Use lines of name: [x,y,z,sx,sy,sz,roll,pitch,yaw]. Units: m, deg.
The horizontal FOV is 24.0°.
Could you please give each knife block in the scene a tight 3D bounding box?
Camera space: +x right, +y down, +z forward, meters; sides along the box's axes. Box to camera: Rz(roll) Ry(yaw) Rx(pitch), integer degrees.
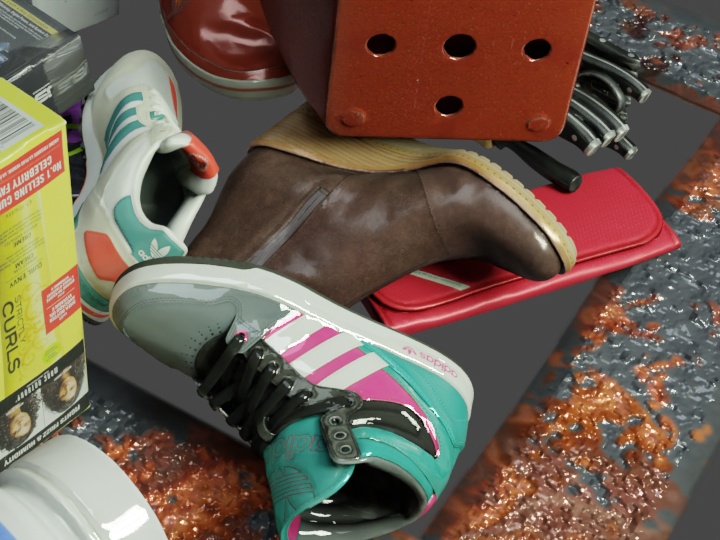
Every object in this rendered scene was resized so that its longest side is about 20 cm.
knife block: [0.078,-0.123,1.071,0.200,0.064,0.176,6,40,-2]

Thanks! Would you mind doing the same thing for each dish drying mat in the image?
dish drying mat: [0.089,-0.015,1.009,0.200,0.018,0.077,-17,49,-21]

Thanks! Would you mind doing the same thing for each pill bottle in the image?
pill bottle: [-0.185,0.163,0.741,0.114,0.114,0.200,37,53,26]

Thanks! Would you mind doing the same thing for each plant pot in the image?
plant pot: [0.046,-0.181,0.946,0.200,0.200,0.176,2,47,-6]

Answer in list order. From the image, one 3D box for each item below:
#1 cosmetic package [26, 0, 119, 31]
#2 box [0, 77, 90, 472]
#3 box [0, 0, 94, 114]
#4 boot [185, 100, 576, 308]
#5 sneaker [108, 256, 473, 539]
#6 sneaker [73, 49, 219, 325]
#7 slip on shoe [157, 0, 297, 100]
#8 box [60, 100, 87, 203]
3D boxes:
cosmetic package: [-0.242,-0.232,1.085,0.200,0.102,0.074,29,41,33]
box: [-0.178,0.008,0.830,0.050,0.200,0.075,32,50,26]
box: [-0.282,-0.123,1.000,0.200,0.049,0.161,33,61,31]
boot: [0.000,0.000,0.945,0.200,0.072,0.166,30,71,24]
sneaker: [-0.040,0.076,0.849,0.200,0.084,0.121,21,42,-10]
sneaker: [-0.114,-0.061,0.964,0.093,0.070,0.200,-24,37,29]
slip on shoe: [-0.097,-0.183,1.122,0.074,0.061,0.200,-13,50,-20]
box: [-0.242,-0.099,1.042,0.143,0.036,0.200,-4,45,-10]
